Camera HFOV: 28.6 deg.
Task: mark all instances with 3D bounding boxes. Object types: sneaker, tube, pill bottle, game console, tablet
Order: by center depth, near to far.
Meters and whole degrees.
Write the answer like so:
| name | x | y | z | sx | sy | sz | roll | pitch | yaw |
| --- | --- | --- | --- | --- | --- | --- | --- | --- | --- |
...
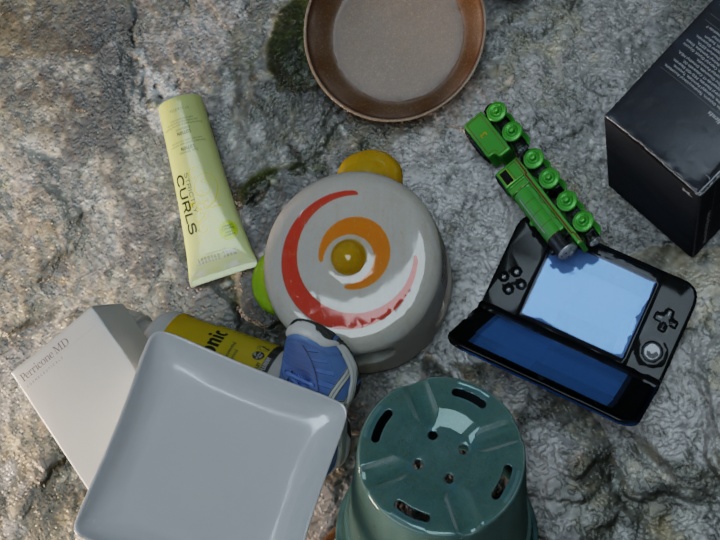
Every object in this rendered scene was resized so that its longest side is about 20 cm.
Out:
| name | x | y | z | sx | sy | sz | roll | pitch | yaw |
| --- | --- | --- | --- | --- | --- | --- | --- | --- | --- |
| sneaker | -0.047 | 0.135 | 1.351 | 0.075 | 0.202 | 0.077 | 16 | 40 | 25 |
| game console | 0.210 | 0.043 | 1.371 | 0.198 | 0.118 | 0.172 | 24 | 81 | 15 |
| pill bottle | -0.165 | 0.106 | 1.426 | 0.197 | 0.111 | 0.113 | 17 | 79 | 14 |
| tube | -0.169 | -0.088 | 1.511 | 0.058 | 0.051 | 0.203 | -27 | 73 | 45 |
| tablet | 0.044 | -0.373 | 1.562 | 0.128 | 0.014 | 0.203 | 3 | 77 | 11 |

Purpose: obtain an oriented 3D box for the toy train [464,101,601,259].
| name | x | y | z | sx | sy | sz | roll | pitch | yaw |
| --- | --- | --- | --- | --- | --- | --- | --- | --- | --- |
| toy train | 0.173 | -0.091 | 1.437 | 0.056 | 0.042 | 0.201 | -38 | 61 | 8 |

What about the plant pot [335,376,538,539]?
| name | x | y | z | sx | sy | sz | roll | pitch | yaw |
| --- | --- | --- | --- | --- | --- | --- | --- | --- | --- |
| plant pot | 0.070 | 0.207 | 1.286 | 0.197 | 0.197 | 0.203 | -1 | 59 | 2 |

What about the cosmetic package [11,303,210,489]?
| name | x | y | z | sx | sy | sz | roll | pitch | yaw |
| --- | --- | --- | --- | --- | --- | --- | --- | --- | --- |
| cosmetic package | -0.226 | 0.143 | 1.345 | 0.113 | 0.081 | 0.201 | -39 | 84 | 11 |

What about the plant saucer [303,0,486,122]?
| name | x | y | z | sx | sy | sz | roll | pitch | yaw |
| --- | --- | --- | --- | --- | --- | --- | --- | --- | --- |
| plant saucer | 0.038 | -0.255 | 1.512 | 0.197 | 0.037 | 0.204 | -1 | 83 | 9 |

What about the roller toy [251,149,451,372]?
| name | x | y | z | sx | sy | sz | roll | pitch | yaw |
| --- | --- | --- | --- | --- | --- | --- | --- | --- | --- |
| roller toy | 0.000 | 0.000 | 1.408 | 0.200 | 0.140 | 0.183 | -42 | 73 | -3 |

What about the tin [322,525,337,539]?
| name | x | y | z | sx | sy | sz | roll | pitch | yaw |
| --- | --- | --- | --- | --- | --- | --- | --- | --- | --- |
| tin | 0.044 | 0.317 | 1.374 | 0.198 | 0.042 | 0.113 | 23 | 85 | 15 |

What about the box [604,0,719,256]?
| name | x | y | z | sx | sy | sz | roll | pitch | yaw |
| --- | --- | --- | --- | --- | --- | --- | --- | --- | --- |
| box | 0.343 | -0.146 | 1.352 | 0.124 | 0.200 | 0.197 | 41 | 85 | 19 |

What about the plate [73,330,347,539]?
| name | x | y | z | sx | sy | sz | roll | pitch | yaw |
| --- | --- | --- | --- | --- | --- | --- | --- | --- | --- |
| plate | -0.132 | 0.180 | 1.273 | 0.197 | 0.032 | 0.202 | 22 | 68 | -5 |
